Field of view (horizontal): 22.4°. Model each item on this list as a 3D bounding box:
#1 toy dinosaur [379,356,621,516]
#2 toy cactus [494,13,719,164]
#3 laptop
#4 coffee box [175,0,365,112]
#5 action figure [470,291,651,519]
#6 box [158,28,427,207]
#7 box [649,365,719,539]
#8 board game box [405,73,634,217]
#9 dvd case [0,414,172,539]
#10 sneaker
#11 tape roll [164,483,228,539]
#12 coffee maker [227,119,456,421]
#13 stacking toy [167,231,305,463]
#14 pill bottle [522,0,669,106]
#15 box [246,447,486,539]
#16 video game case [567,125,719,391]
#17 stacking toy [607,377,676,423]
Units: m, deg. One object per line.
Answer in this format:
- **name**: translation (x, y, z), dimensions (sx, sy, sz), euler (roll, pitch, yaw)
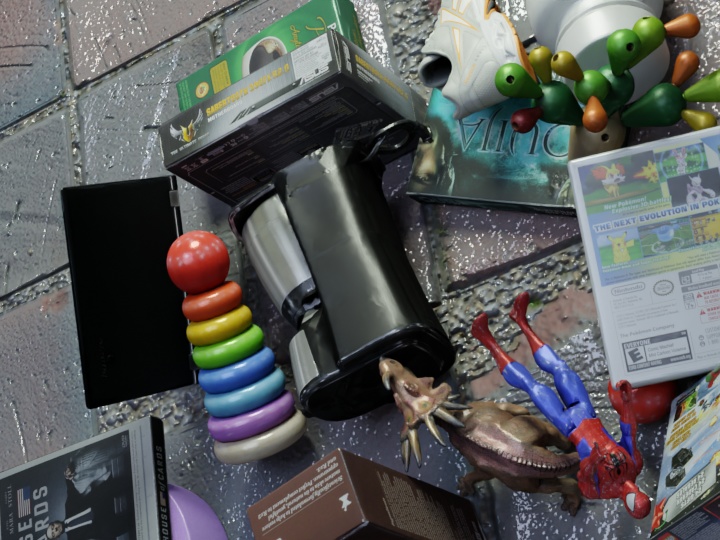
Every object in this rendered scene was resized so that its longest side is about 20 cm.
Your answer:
- **toy dinosaur**: translation (0.106, 0.137, 1.450), dimensions (0.199, 0.135, 0.087), euler (11, 79, 36)
- **toy cactus**: translation (0.202, -0.126, 1.440), dimensions (0.198, 0.166, 0.103), euler (-10, 60, -13)
- **laptop**: translation (-0.214, 0.014, 1.634), dimensions (0.200, 0.115, 0.189), euler (-174, 78, -74)
- **coffee box**: translation (-0.082, -0.170, 1.752), dimensions (0.199, 0.044, 0.124), euler (-29, 59, 24)
- **action figure**: translation (0.164, 0.096, 1.381), dimensions (0.065, 0.099, 0.201), euler (-26, 67, -20)
- **box**: translation (-0.058, -0.125, 1.646), dimensions (0.199, 0.158, 0.049), euler (-26, 59, 25)
- **box**: translation (0.289, 0.108, 1.303), dimensions (0.200, 0.040, 0.138), euler (-46, 18, 45)
- **board game box**: translation (0.141, -0.118, 1.587), dimensions (0.199, 0.028, 0.137), euler (6, 76, 36)
- **dvd case**: translation (-0.257, 0.232, 1.657), dimensions (0.199, 0.025, 0.152), euler (-22, 61, 26)
- **sneaker**: translation (0.084, -0.206, 1.596), dimensions (0.091, 0.076, 0.201), euler (-28, 37, 5)
- **tape roll**: translation (-0.213, 0.289, 1.662), dimensions (0.199, 0.065, 0.202), euler (-13, 66, 30)
- **coffee maker**: translation (0.000, 0.000, 1.559), dimensions (0.192, 0.134, 0.201), euler (-44, 57, 31)
- **stacking toy**: translation (-0.118, 0.063, 1.594), dimensions (0.085, 0.085, 0.202), euler (-12, 103, 31)
- **pill bottle**: translation (0.191, -0.239, 1.525), dimensions (0.114, 0.114, 0.201), euler (-30, 49, 22)
- **box**: translation (0.011, 0.215, 1.445), dimensions (0.100, 0.200, 0.075), euler (-34, 57, 20)
- **video game case**: translation (0.273, -0.017, 1.397), dimensions (0.198, 0.022, 0.184), euler (-12, 81, 12)
- **stacking toy**: translation (0.230, 0.021, 1.451), dimensions (0.085, 0.085, 0.202), euler (-3, 78, 34)
